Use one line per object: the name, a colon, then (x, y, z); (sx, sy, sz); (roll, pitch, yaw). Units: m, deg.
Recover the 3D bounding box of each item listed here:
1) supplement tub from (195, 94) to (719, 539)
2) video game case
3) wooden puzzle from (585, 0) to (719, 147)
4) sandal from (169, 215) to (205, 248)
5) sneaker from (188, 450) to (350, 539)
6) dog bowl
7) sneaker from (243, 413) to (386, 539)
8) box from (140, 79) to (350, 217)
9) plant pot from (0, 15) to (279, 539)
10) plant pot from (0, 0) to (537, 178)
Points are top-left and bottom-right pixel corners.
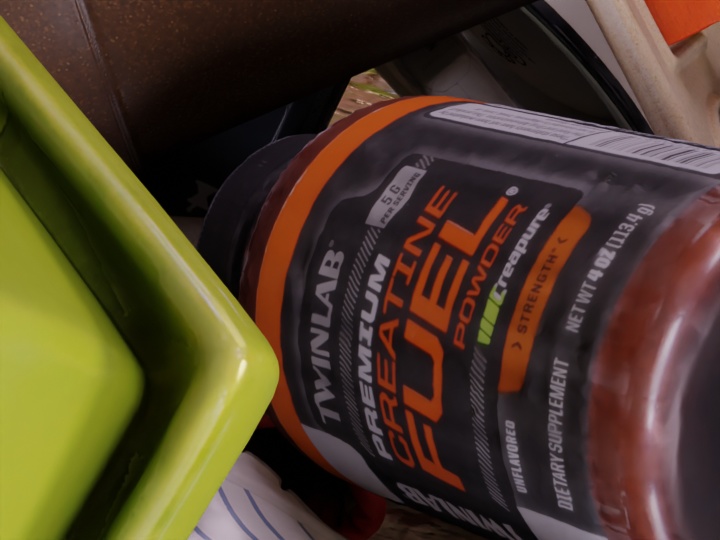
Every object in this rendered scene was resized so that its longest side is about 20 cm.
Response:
supplement tub: (0.041, 0.014, 0.650); (0.107, 0.107, 0.200); (5, 6, -38)
video game case: (0.067, -0.029, 0.945); (0.200, 0.023, 0.182); (48, 5, -25)
wooden puzzle: (0.110, -0.063, 0.750); (0.046, 0.200, 0.185); (-22, 5, 18)
sandal: (0.000, 0.000, 0.781); (0.200, 0.054, 0.080); (8, 31, -19)
sneaker: (-0.020, 0.094, 0.648); (0.200, 0.075, 0.087); (15, 20, -7)
dog bowl: (0.069, -0.102, 1.043); (0.200, 0.074, 0.200); (40, -13, 11)
sneaker: (-0.017, 0.054, 0.810); (0.085, 0.077, 0.200); (34, 32, 33)
box: (-0.088, -0.080, 1.001); (0.148, 0.107, 0.200); (25, 1, 2)
plant pot: (-0.145, 0.024, 0.485); (0.181, 0.199, 0.200); (10, 29, -46)
plant pot: (-0.048, -0.128, 0.809); (0.198, 0.200, 0.200); (-17, 20, -3)
